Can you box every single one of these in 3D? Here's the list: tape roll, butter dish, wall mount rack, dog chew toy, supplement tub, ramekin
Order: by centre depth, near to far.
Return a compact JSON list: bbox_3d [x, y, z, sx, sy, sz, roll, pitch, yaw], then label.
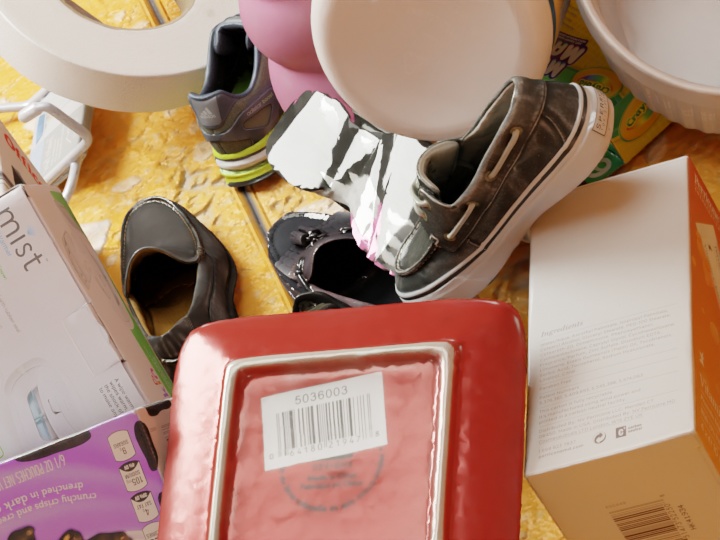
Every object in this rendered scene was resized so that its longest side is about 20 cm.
[{"bbox_3d":[0.005,0.131,1.532,0.199,0.148,0.200,-6,61,18],"label":"butter dish"},{"bbox_3d":[0.224,-0.175,1.697,0.199,0.105,0.201,-2,70,6],"label":"ramekin"},{"bbox_3d":[0.059,-0.183,1.719,0.144,0.145,0.200,-15,26,23],"label":"supplement tub"},{"bbox_3d":[-0.021,-0.170,1.839,0.124,0.200,0.125,-18,45,19],"label":"dog chew toy"},{"bbox_3d":[-0.169,-0.191,2.005,0.202,0.037,0.203,9,45,-9],"label":"tape roll"},{"bbox_3d":[-0.254,-0.100,2.037,0.174,0.074,0.201,-38,32,33],"label":"wall mount rack"}]

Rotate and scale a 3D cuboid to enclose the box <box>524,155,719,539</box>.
[{"bbox_3d":[0.157,0.059,1.548,0.097,0.125,0.201,-16,44,21],"label":"box"}]

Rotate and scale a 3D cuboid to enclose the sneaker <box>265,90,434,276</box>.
[{"bbox_3d":[0.033,-0.048,1.742,0.200,0.086,0.081,45,108,44],"label":"sneaker"}]

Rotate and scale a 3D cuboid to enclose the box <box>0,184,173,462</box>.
[{"bbox_3d":[-0.210,0.077,1.674,0.176,0.201,0.097,-32,-4,6],"label":"box"}]

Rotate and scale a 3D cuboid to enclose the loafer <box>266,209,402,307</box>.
[{"bbox_3d":[0.000,0.000,1.763,0.072,0.063,0.200,-45,41,-9],"label":"loafer"}]

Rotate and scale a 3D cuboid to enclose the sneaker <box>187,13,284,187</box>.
[{"bbox_3d":[-0.057,-0.155,1.943,0.074,0.081,0.201,-3,49,32],"label":"sneaker"}]

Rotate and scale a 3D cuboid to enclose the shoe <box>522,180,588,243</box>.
[{"bbox_3d":[0.099,-0.051,1.747,0.053,0.070,0.200,-49,41,16],"label":"shoe"}]

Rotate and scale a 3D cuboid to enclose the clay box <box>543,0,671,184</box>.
[{"bbox_3d":[0.178,-0.149,1.799,0.200,0.048,0.115,-42,40,-9],"label":"clay box"}]

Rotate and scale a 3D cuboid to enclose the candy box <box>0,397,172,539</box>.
[{"bbox_3d":[-0.149,0.193,1.577,0.167,0.201,0.072,-22,-2,15],"label":"candy box"}]

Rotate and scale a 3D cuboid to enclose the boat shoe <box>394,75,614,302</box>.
[{"bbox_3d":[0.062,-0.049,1.582,0.200,0.071,0.072,-49,26,43],"label":"boat shoe"}]

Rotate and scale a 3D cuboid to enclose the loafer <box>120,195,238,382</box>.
[{"bbox_3d":[-0.120,0.007,1.834,0.073,0.072,0.200,-34,39,3],"label":"loafer"}]

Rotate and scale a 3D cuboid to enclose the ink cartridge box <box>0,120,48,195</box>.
[{"bbox_3d":[-0.229,0.014,1.846,0.083,0.145,0.200,-27,41,7],"label":"ink cartridge box"}]

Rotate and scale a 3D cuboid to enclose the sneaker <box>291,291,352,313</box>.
[{"bbox_3d":[-0.045,0.067,1.692,0.199,0.114,0.076,-8,46,35],"label":"sneaker"}]
